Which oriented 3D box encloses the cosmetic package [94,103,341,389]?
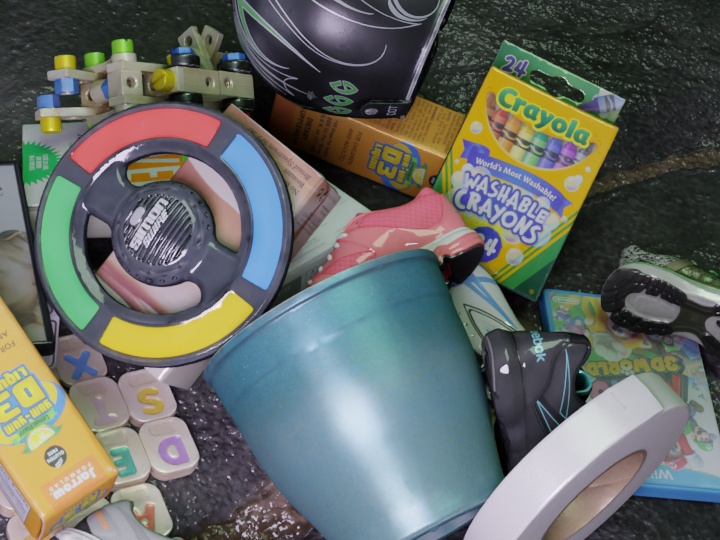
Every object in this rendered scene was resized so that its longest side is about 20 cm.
[{"bbox_3d":[-0.119,-0.017,1.260,0.103,0.087,0.200,37,90,11],"label":"cosmetic package"}]

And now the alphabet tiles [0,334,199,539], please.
[{"bbox_3d":[-0.228,0.132,1.220,0.199,0.015,0.196,-11,55,-26],"label":"alphabet tiles"}]

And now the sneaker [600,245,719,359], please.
[{"bbox_3d":[0.312,0.022,1.429,0.199,0.077,0.089,20,38,-4],"label":"sneaker"}]

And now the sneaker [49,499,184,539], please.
[{"bbox_3d":[-0.126,0.234,1.122,0.200,0.074,0.079,40,55,17],"label":"sneaker"}]

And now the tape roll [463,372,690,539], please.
[{"bbox_3d":[0.161,0.157,1.197,0.202,0.203,0.037,-26,63,-33],"label":"tape roll"}]

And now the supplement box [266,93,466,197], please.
[{"bbox_3d":[0.018,-0.127,1.484,0.199,0.067,0.069,20,48,1],"label":"supplement box"}]

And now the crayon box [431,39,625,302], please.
[{"bbox_3d":[0.139,-0.089,1.415,0.125,0.052,0.201,26,89,0],"label":"crayon box"}]

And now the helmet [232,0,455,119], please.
[{"bbox_3d":[-0.019,-0.236,1.397,0.190,0.201,0.201,23,48,1],"label":"helmet"}]

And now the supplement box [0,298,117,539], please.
[{"bbox_3d":[-0.249,0.082,1.111,0.066,0.069,0.200,-33,84,-25],"label":"supplement box"}]

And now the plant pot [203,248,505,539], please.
[{"bbox_3d":[0.013,0.115,1.201,0.199,0.200,0.189,-20,73,-30],"label":"plant pot"}]

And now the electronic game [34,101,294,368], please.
[{"bbox_3d":[-0.147,-0.028,1.200,0.199,0.042,0.201,-1,81,10],"label":"electronic game"}]

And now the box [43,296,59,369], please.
[{"bbox_3d":[-0.342,0.041,1.223,0.199,0.060,0.117,-14,50,-27],"label":"box"}]

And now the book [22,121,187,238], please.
[{"bbox_3d":[-0.185,-0.082,1.369,0.199,0.048,0.134,-4,37,-10],"label":"book"}]

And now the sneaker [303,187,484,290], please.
[{"bbox_3d":[0.000,0.000,1.337,0.199,0.074,0.087,-27,66,-5],"label":"sneaker"}]

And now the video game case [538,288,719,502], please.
[{"bbox_3d":[0.234,0.105,1.388,0.142,0.018,0.201,7,49,-13],"label":"video game case"}]

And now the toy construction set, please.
[{"bbox_3d":[-0.168,-0.156,1.374,0.200,0.131,0.093,-24,102,-49],"label":"toy construction set"}]

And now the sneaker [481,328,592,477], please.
[{"bbox_3d":[0.140,0.118,1.225,0.079,0.201,0.076,-12,49,-1],"label":"sneaker"}]

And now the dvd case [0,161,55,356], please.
[{"bbox_3d":[-0.316,-0.008,1.222,0.142,0.018,0.201,-4,47,-19],"label":"dvd case"}]

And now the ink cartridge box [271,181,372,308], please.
[{"bbox_3d":[-0.107,-0.045,1.401,0.200,0.047,0.160,35,48,31],"label":"ink cartridge box"}]

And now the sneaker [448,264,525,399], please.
[{"bbox_3d":[0.095,0.053,1.352,0.072,0.072,0.200,-23,60,-40],"label":"sneaker"}]
